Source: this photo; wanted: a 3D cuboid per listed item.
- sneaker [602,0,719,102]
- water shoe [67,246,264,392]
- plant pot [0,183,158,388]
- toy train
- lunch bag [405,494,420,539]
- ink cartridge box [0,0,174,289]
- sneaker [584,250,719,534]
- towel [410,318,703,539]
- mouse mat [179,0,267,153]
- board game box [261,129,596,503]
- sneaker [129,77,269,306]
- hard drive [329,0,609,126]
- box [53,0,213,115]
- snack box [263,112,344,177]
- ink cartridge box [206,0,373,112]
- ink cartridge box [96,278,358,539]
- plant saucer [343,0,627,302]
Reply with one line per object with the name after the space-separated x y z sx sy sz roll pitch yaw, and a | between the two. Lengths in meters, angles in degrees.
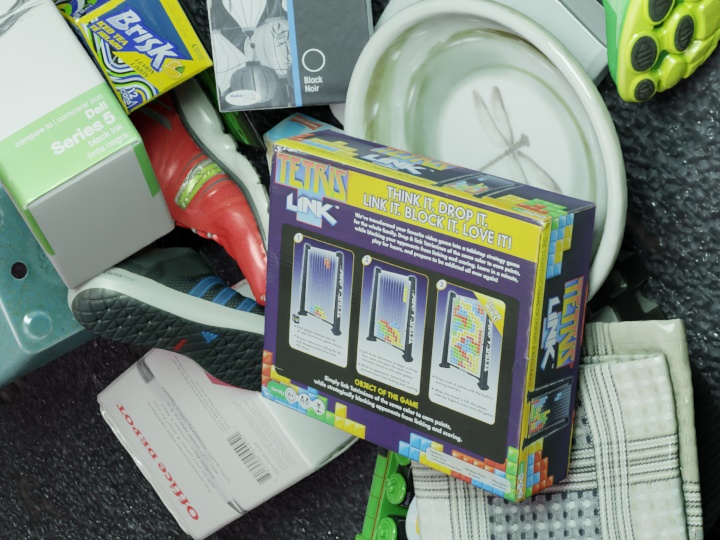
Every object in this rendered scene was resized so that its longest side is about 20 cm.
0.146 -0.185 0.895 0.084 0.074 0.200 45 150 53 | sneaker
-0.104 0.020 1.178 0.071 0.200 0.079 -37 42 38 | water shoe
-0.248 -0.021 1.256 0.200 0.196 0.197 7 122 62 | plant pot
0.018 0.203 1.240 0.056 0.042 0.201 18 97 57 | toy train
0.117 0.190 1.099 0.170 0.127 0.200 44 148 27 | lunch bag
-0.208 -0.109 1.076 0.200 0.084 0.146 56 171 18 | ink cartridge box
0.154 0.072 1.051 0.088 0.074 0.200 -25 87 50 | sneaker
0.109 0.128 0.998 0.192 0.034 0.201 -8 83 42 | towel
-0.127 -0.168 1.146 0.200 0.008 0.161 59 171 -15 | mouse mat
0.033 0.021 0.992 0.200 0.057 0.166 19 113 37 | board game box
-0.112 -0.047 1.165 0.200 0.085 0.077 56 169 24 | sneaker
0.065 -0.118 1.044 0.132 0.026 0.200 47 141 10 | hard drive
-0.159 -0.159 1.121 0.070 0.064 0.200 61 172 -21 | box
0.000 0.000 1.160 0.116 0.037 0.200 26 139 37 | snack box
-0.046 -0.198 1.031 0.099 0.039 0.201 -4 108 5 | ink cartridge box
-0.099 0.107 1.319 0.146 0.085 0.200 55 139 1 | ink cartridge box
0.079 -0.065 0.997 0.200 0.050 0.201 20 121 37 | plant saucer
